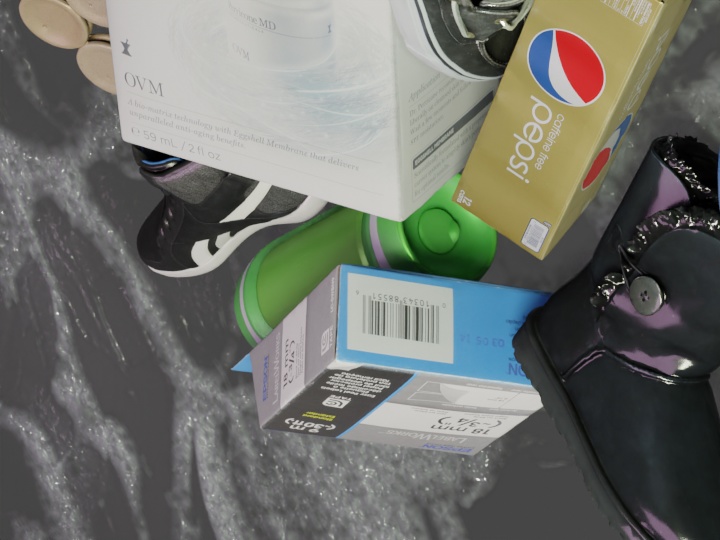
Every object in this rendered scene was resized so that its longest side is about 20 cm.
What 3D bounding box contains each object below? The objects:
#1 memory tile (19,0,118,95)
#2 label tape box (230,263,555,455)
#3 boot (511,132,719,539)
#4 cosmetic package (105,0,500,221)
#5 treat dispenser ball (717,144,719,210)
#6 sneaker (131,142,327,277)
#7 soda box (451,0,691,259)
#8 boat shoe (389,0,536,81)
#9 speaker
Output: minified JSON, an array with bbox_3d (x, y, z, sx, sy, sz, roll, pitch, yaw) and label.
[{"bbox_3d":[-0.147,-0.161,1.441,0.200,0.017,0.153,41,145,-25],"label":"memory tile"},{"bbox_3d":[0.018,0.065,1.353,0.200,0.143,0.064,136,139,-61],"label":"label tape box"},{"bbox_3d":[0.177,0.049,1.185,0.201,0.076,0.168,57,133,26],"label":"boot"},{"bbox_3d":[-0.034,-0.160,1.267,0.198,0.123,0.201,17,127,29],"label":"cosmetic package"},{"bbox_3d":[0.253,-0.040,0.966,0.200,0.200,0.202,30,135,34],"label":"treat dispenser ball"},{"bbox_3d":[-0.114,-0.059,1.466,0.199,0.111,0.074,-24,53,48],"label":"sneaker"},{"bbox_3d":[0.115,-0.102,1.194,0.064,0.068,0.201,34,139,11],"label":"soda box"},{"bbox_3d":[0.056,-0.147,1.148,0.071,0.073,0.200,19,167,27],"label":"boat shoe"},{"bbox_3d":[0.000,0.000,1.401,0.200,0.088,0.089,-26,94,55],"label":"speaker"}]
